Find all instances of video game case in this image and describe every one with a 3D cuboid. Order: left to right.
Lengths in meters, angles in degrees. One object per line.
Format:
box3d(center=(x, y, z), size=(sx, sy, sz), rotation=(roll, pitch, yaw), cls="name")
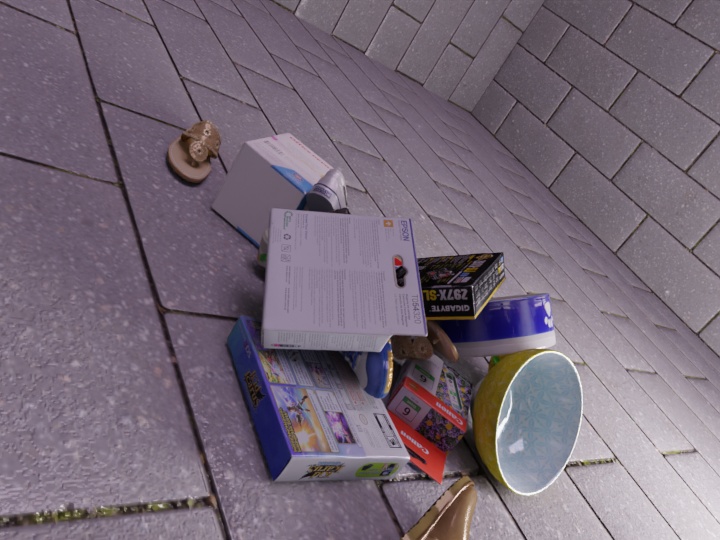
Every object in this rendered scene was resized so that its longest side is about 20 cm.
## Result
box3d(center=(-0.053, 0.152, 0.741), size=(0.178, 0.046, 0.202), rotation=(17, 31, -41), cls="video game case")

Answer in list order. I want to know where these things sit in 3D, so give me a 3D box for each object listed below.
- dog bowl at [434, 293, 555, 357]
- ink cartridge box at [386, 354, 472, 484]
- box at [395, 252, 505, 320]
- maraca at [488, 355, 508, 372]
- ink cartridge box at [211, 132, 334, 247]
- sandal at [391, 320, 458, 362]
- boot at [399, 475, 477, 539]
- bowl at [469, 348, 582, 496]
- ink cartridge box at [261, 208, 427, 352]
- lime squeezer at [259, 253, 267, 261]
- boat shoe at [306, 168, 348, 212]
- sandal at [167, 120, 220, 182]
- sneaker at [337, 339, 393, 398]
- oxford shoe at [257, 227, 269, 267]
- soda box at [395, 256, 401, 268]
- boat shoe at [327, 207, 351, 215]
box3d(center=(0.211, 0.087, 0.999), size=(0.197, 0.195, 0.082), rotation=(-2, 85, -54), cls="dog bowl")
box3d(center=(0.096, 0.192, 0.866), size=(0.108, 0.051, 0.200), rotation=(36, 23, 1), cls="ink cartridge box")
box3d(center=(0.115, 0.021, 0.901), size=(0.155, 0.051, 0.199), rotation=(-2, 13, 25), cls="box")
box3d(center=(0.280, 0.183, 1.067), size=(0.138, 0.107, 0.199), rotation=(47, 17, 9), cls="maraca")
box3d(center=(-0.132, -0.137, 1.046), size=(0.127, 0.127, 0.200), rotation=(38, 23, 4), cls="ink cartridge box")
box3d(center=(0.074, 0.102, 0.903), size=(0.079, 0.069, 0.212), rotation=(57, -5, -18), cls="sandal")
box3d(center=(0.131, 0.340, 0.647), size=(0.200, 0.067, 0.173), rotation=(45, 38, 19), cls="boot")
box3d(center=(0.223, 0.205, 0.900), size=(0.196, 0.207, 0.106), rotation=(16, -3, -37), cls="bowl")
box3d(center=(-0.023, 0.010, 0.779), size=(0.193, 0.044, 0.201), rotation=(5, 48, -8), cls="ink cartridge box")
box3d(center=(-0.082, -0.037, 0.895), size=(0.070, 0.038, 0.201), rotation=(41, 22, -5), cls="lime squeezer")
box3d(center=(-0.043, -0.082, 1.002), size=(0.072, 0.202, 0.066), rotation=(28, 63, 10), cls="boat shoe")
box3d(center=(-0.274, -0.232, 1.069), size=(0.076, 0.070, 0.214), rotation=(28, 26, -16), cls="sandal")
box3d(center=(-0.020, 0.083, 0.792), size=(0.085, 0.077, 0.202), rotation=(4, 35, -23), cls="sneaker")
box3d(center=(-0.077, 0.016, 0.938), size=(0.198, 0.058, 0.076), rotation=(38, 19, -11), cls="oxford shoe")
box3d(center=(0.073, 0.029, 1.102), size=(0.196, 0.068, 0.065), rotation=(30, 25, -16), cls="soda box")
box3d(center=(0.000, 0.000, 0.907), size=(0.202, 0.063, 0.074), rotation=(57, 25, -29), cls="boat shoe")
